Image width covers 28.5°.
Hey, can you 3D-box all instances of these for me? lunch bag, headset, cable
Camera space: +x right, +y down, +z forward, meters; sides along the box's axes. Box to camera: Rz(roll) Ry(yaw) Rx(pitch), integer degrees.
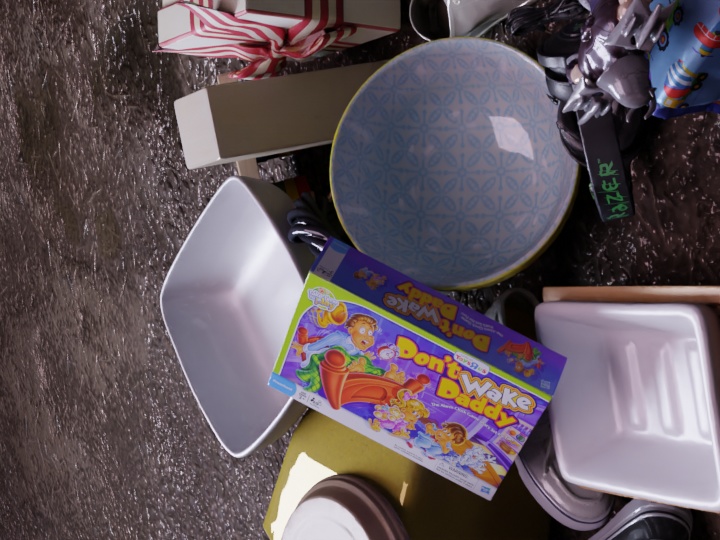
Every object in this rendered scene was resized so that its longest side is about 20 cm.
[{"bbox_3d":[0.222,-0.222,0.904,0.151,0.093,0.202,116,145,-50],"label":"lunch bag"},{"bbox_3d":[0.153,-0.125,1.008,0.124,0.093,0.202,63,-159,-49],"label":"headset"},{"bbox_3d":[0.000,0.000,1.182,0.051,0.163,0.200,-48,17,11],"label":"cable"}]

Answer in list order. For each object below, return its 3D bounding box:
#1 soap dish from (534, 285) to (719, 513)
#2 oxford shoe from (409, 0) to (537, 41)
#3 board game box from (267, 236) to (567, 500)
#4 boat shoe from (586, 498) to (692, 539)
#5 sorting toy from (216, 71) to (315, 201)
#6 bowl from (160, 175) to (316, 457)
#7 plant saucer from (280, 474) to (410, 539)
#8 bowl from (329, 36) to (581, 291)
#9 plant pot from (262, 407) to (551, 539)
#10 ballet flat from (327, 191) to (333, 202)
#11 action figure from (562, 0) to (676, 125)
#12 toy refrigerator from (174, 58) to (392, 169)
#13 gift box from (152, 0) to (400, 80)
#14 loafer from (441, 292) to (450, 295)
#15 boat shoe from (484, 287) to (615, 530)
[{"bbox_3d":[0.217,0.085,1.017,0.199,0.080,0.160,-2,100,60],"label":"soap dish"},{"bbox_3d":[0.100,-0.234,1.118,0.200,0.057,0.076,-37,66,56],"label":"oxford shoe"},{"bbox_3d":[0.039,0.077,1.078,0.198,0.045,0.135,27,134,5],"label":"board game box"},{"bbox_3d":[0.193,0.251,1.110,0.071,0.071,0.201,23,134,1],"label":"boat shoe"},{"bbox_3d":[-0.085,-0.090,1.418,0.199,0.069,0.203,162,95,-86],"label":"sorting toy"},{"bbox_3d":[-0.083,0.039,1.252,0.200,0.074,0.201,-54,53,39],"label":"bowl"},{"bbox_3d":[-0.015,0.270,1.166,0.199,0.029,0.203,7,98,55],"label":"plant saucer"},{"bbox_3d":[0.084,-0.074,1.133,0.202,0.198,0.108,67,-168,17],"label":"bowl"},{"bbox_3d":[0.052,0.181,1.242,0.195,0.192,0.202,42,130,45],"label":"plant pot"},{"bbox_3d":[0.025,-0.080,1.300,0.200,0.063,0.077,-40,65,57],"label":"ballet flat"},{"bbox_3d":[0.156,-0.178,0.878,0.130,0.069,0.202,-47,43,49],"label":"action figure"},{"bbox_3d":[-0.061,-0.145,1.285,0.076,0.198,0.071,-6,97,60],"label":"toy refrigerator"},{"bbox_3d":[-0.090,-0.272,1.258,0.184,0.198,0.190,-7,85,60],"label":"gift box"},{"bbox_3d":[0.031,0.003,1.315,0.200,0.069,0.071,-28,78,60],"label":"loafer"},{"bbox_3d":[0.156,0.103,1.134,0.086,0.074,0.204,106,148,-63],"label":"boat shoe"}]
